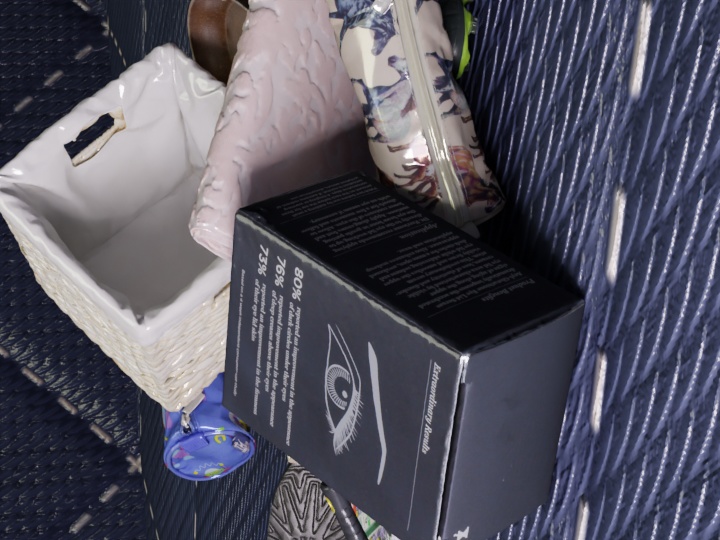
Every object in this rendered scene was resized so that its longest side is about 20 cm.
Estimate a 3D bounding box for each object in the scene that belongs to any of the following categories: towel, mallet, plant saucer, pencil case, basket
[{"bbox_3d":[-0.028,-0.079,1.093,0.032,0.191,0.200,-3,66,37],"label":"towel"},{"bbox_3d":[0.023,0.235,1.134,0.200,0.041,0.066,66,168,-21],"label":"mallet"},{"bbox_3d":[-0.066,-0.137,1.289,0.200,0.034,0.200,45,156,26],"label":"plant saucer"},{"bbox_3d":[-0.141,0.076,1.374,0.087,0.078,0.200,56,-162,-59],"label":"pencil case"},{"bbox_3d":[0.032,-0.113,1.028,0.089,0.078,0.200,-103,-4,-82],"label":"pencil case"},{"bbox_3d":[-0.149,-0.031,1.297,0.200,0.198,0.161,40,160,25],"label":"basket"}]

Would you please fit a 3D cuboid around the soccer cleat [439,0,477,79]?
[{"bbox_3d":[0.023,-0.190,1.134,0.200,0.081,0.068,-113,25,-50],"label":"soccer cleat"}]

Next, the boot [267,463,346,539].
[{"bbox_3d":[-0.039,0.224,1.426,0.158,0.079,0.211,-65,-8,-76],"label":"boot"}]

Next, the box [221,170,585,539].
[{"bbox_3d":[0.019,0.052,0.975,0.200,0.104,0.148,33,129,36],"label":"box"}]

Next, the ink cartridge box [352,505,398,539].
[{"bbox_3d":[0.020,0.163,1.256,0.200,0.050,0.109,177,91,-76],"label":"ink cartridge box"}]

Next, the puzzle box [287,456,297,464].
[{"bbox_3d":[0.003,0.044,1.194,0.200,0.025,0.133,-39,51,40],"label":"puzzle box"}]

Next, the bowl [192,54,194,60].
[{"bbox_3d":[-0.107,-0.228,1.613,0.201,0.105,0.201,178,90,-77],"label":"bowl"}]
